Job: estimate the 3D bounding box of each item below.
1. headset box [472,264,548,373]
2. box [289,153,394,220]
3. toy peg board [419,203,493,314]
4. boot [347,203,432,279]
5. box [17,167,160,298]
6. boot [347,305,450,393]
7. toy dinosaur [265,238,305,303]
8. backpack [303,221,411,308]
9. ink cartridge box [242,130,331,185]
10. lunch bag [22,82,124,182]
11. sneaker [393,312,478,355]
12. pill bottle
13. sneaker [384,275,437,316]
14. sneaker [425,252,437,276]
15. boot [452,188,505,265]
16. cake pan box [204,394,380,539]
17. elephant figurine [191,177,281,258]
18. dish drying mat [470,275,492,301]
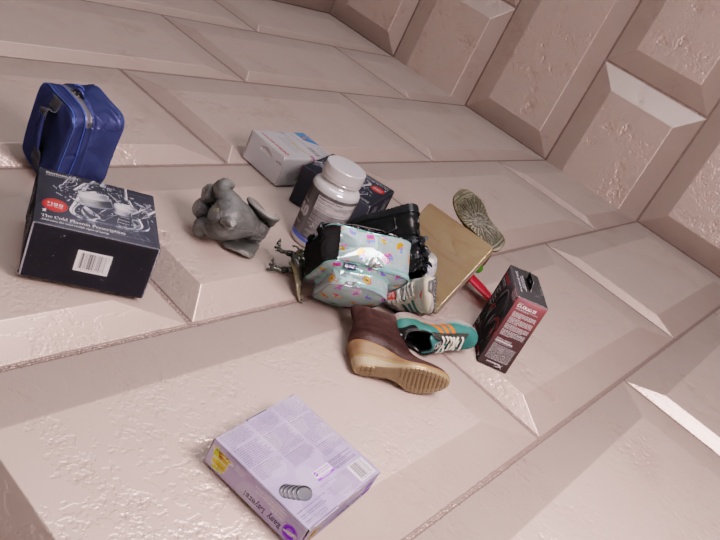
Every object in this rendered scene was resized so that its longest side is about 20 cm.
[{"bbox_3d":[0.325,0.095,1.640,0.075,0.201,0.149,24,27,-8],"label":"headset box"},{"bbox_3d":[-0.044,-0.189,1.913,0.199,0.104,0.182,32,27,9],"label":"box"},{"bbox_3d":[0.176,-0.014,1.758,0.200,0.199,0.098,39,-8,30],"label":"toy peg board"},{"bbox_3d":[0.057,-0.046,1.641,0.073,0.197,0.163,32,47,-58],"label":"boot"},{"bbox_3d":[-0.453,-0.064,1.271,0.199,0.104,0.182,13,28,-28],"label":"box"},{"bbox_3d":[0.072,0.142,1.437,0.199,0.073,0.167,14,38,-11],"label":"boot"},{"bbox_3d":[-0.144,-0.013,1.566,0.088,0.048,0.200,28,28,-14],"label":"toy dinosaur"},{"bbox_3d":[0.000,-0.007,1.500,0.199,0.176,0.154,3,73,-20],"label":"backpack"},{"bbox_3d":[-0.188,-0.296,1.992,0.144,0.085,0.200,41,28,27],"label":"ink cartridge box"},{"bbox_3d":[-0.555,-0.263,1.445,0.136,0.200,0.132,44,33,21],"label":"lunch bag"},{"bbox_3d":[0.155,0.142,1.547,0.199,0.072,0.080,9,31,-18],"label":"sneaker"},{"bbox_3d":[-0.070,-0.148,1.702,0.113,0.201,0.114,22,26,-11],"label":"pill bottle"},{"bbox_3d":[0.099,0.054,1.566,0.093,0.071,0.200,6,-12,-6],"label":"sneaker"},{"bbox_3d":[0.096,-0.043,1.709,0.072,0.073,0.200,-6,36,-37],"label":"sneaker"},{"bbox_3d":[0.258,-0.092,1.818,0.176,0.066,0.200,59,-12,5],"label":"boot"},{"bbox_3d":[-0.091,0.276,1.080,0.184,0.052,0.200,39,28,18],"label":"cake pan box"},{"bbox_3d":[-0.233,-0.099,1.556,0.200,0.141,0.156,25,50,-42],"label":"elephant figurine"},{"bbox_3d":[0.269,0.013,1.876,0.200,0.018,0.077,48,13,10],"label":"dish drying mat"}]
